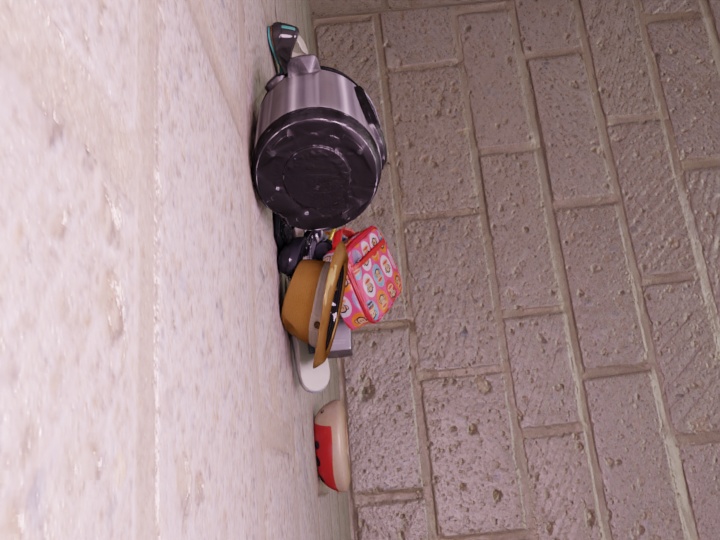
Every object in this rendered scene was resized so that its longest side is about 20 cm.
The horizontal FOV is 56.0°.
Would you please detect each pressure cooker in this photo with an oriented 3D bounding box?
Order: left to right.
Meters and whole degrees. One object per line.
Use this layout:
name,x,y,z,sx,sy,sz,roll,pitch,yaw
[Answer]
pressure cooker,-0.061,-0.178,0.917,0.177,0.176,0.202,-50,-154,28

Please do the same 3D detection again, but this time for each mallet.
mallet,-0.039,-0.108,1.334,0.066,0.040,0.204,-73,-172,-83

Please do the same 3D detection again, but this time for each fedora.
fedora,-0.074,0.049,1.055,0.201,0.080,0.206,13,89,-85

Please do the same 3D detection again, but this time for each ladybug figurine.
ladybug figurine,-0.062,0.390,1.492,0.136,0.070,0.206,81,3,-86

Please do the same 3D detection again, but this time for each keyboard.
keyboard,-0.116,-0.064,1.145,0.201,0.038,0.107,89,-3,-71

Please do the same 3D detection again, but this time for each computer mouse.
computer mouse,-0.105,-0.039,1.124,0.200,0.033,0.060,-71,175,-74

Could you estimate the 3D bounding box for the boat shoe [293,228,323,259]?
boat shoe,-0.086,-0.082,1.285,0.074,0.090,0.206,-175,-101,-73

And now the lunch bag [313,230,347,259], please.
lunch bag,-0.079,-0.002,1.494,0.200,0.074,0.164,59,51,-87

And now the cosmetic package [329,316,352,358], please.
cosmetic package,-0.068,0.138,1.441,0.200,0.104,0.093,77,9,-81

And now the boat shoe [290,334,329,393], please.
boat shoe,-0.094,0.108,1.159,0.071,0.068,0.207,140,-54,-66

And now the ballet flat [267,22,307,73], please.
ballet flat,-0.132,-0.400,1.302,0.200,0.066,0.070,88,-3,-75

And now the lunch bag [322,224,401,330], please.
lunch bag,0.000,0.000,1.308,0.180,0.080,0.200,65,27,-11
